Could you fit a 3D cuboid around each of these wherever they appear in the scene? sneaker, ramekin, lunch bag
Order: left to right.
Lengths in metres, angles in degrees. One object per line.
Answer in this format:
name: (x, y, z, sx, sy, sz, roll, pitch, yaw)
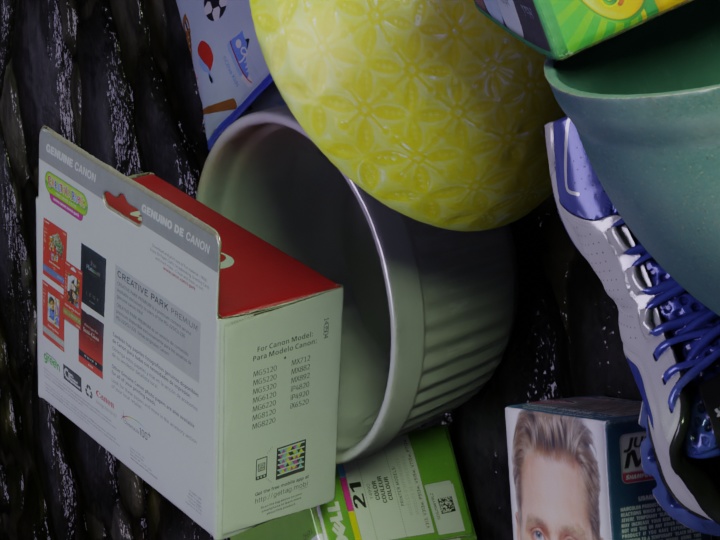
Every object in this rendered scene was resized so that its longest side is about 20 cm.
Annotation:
lunch bag: (-0.026, -0.184, 1.133, 0.200, 0.123, 0.171, -39, 58, 44)
ramekin: (0.000, 0.000, 1.084, 0.200, 0.105, 0.202, 24, 121, 48)
sneaker: (0.144, 0.023, 0.786, 0.115, 0.080, 0.201, -132, 24, -83)

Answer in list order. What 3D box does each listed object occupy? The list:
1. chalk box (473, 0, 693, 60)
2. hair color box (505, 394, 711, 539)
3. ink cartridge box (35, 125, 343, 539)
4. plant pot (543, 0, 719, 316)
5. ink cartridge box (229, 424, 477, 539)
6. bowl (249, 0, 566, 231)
chalk box: (0.083, -0.161, 0.679, 0.125, 0.199, 0.125, -124, 11, -70)
hair color box: (0.123, 0.166, 0.935, 0.100, 0.060, 0.202, 180, 86, -65)
ink cartridge box: (-0.099, 0.022, 1.066, 0.200, 0.083, 0.177, 30, 126, 46)
plant pot: (0.178, -0.042, 0.650, 0.200, 0.200, 0.135, 17, 133, 64)
ink cartridge box: (-0.052, 0.162, 1.150, 0.148, 0.199, 0.076, 131, 129, -57)
bowl: (0.058, -0.131, 0.888, 0.107, 0.199, 0.202, -31, 65, 46)
